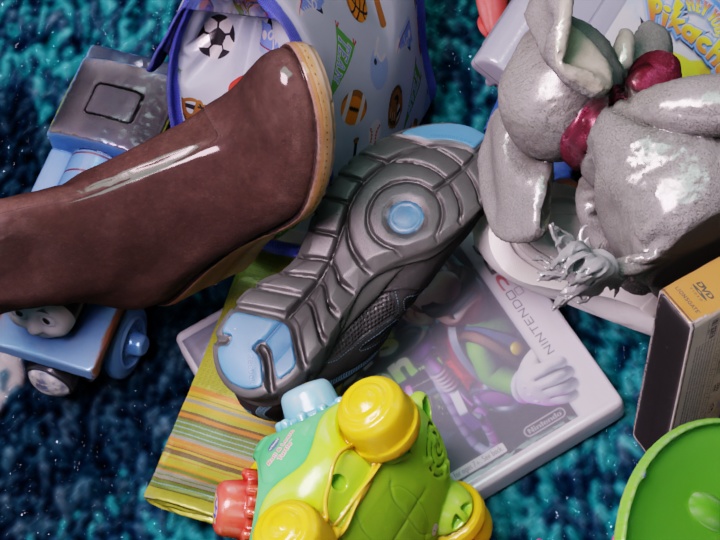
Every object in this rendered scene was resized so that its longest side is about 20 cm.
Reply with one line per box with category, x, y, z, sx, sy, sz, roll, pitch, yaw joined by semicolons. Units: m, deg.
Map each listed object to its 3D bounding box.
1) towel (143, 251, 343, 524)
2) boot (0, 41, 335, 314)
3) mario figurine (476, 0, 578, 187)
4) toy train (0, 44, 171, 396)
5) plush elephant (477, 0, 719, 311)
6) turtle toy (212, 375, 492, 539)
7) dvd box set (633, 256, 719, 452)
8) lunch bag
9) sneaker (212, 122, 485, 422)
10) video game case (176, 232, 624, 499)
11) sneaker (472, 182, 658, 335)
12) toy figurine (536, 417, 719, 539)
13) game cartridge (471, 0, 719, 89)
towel;-0.050;0.053;1.155;0.085;0.018;0.201;13;64;14
boot;-0.110;-0.037;1.044;0.165;0.200;0.073;-10;62;-29
mario figurine;0.119;-0.133;1.201;0.105;0.124;0.202;-1;65;23
toy train;-0.151;-0.028;1.187;0.086;0.115;0.201;14;64;17
plush elephant;0.137;-0.070;1.028;0.199;0.165;0.156;-16;63;-30
turtle toy;-0.027;0.141;1.046;0.101;0.146;0.201;22;68;38
dvd box set;0.234;0.013;1.052;0.199;0.147;0.029;-28;60;-15
lunch bag;-0.039;-0.134;1.155;0.123;0.201;0.171;10;47;16
sneaker;0.000;0.000;1.115;0.200;0.082;0.073;-43;66;-10
video game case;0.020;0.059;1.163;0.199;0.023;0.182;-30;61;-7
sneaker;0.159;0.001;1.141;0.198;0.080;0.077;22;81;-5
toy figurine;0.151;0.177;1.001;0.199;0.184;0.151;26;60;-22
game cartridge;0.174;-0.108;1.169;0.199;0.040;0.134;37;66;-9
